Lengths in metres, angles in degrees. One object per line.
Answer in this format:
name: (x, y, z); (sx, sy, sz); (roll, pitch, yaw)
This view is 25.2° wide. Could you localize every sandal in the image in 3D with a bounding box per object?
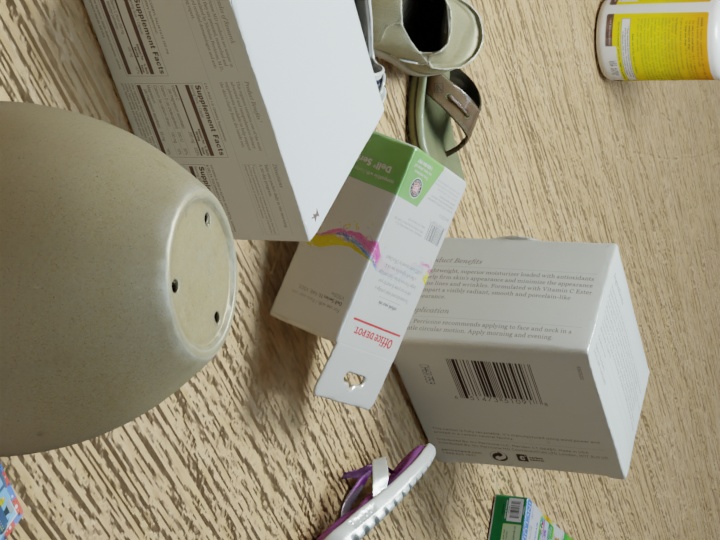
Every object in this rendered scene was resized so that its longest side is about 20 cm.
sandal: (0.006, 0.188, 1.368); (0.050, 0.082, 0.202); (46, 32, 4)
sandal: (0.082, -0.168, 1.500); (0.080, 0.057, 0.203); (-27, 116, -63)

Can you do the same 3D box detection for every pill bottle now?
pill bottle: (0.406, -0.296, 2.039); (0.109, 0.198, 0.111); (3, 90, -65)

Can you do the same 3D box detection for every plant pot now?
plant pot: (-0.147, 0.003, 0.892); (0.200, 0.133, 0.203); (-2, 90, -70)

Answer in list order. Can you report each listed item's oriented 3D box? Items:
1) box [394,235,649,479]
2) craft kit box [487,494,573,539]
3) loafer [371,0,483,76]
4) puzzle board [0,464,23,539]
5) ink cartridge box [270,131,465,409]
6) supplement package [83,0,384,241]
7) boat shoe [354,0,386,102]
box: (0.152, 0.081, 1.508); (0.201, 0.197, 0.131); (66, 36, -44)
craft kit box: (0.182, 0.372, 1.791); (0.197, 0.048, 0.202); (44, 53, -56)
loafer: (0.055, -0.209, 1.390); (0.199, 0.068, 0.077); (-2, 96, -54)
puzzle board: (-0.247, 0.110, 0.842); (0.151, 0.017, 0.201); (-61, 144, -46)
ink cartridge box: (0.000, 0.000, 1.267); (0.117, 0.067, 0.202); (25, 87, -64)
supplement package: (-0.078, -0.146, 1.082); (0.156, 0.110, 0.201); (-62, 146, -44)
boat shoe: (-0.012, -0.150, 1.281); (0.074, 0.065, 0.202); (-46, 133, -57)
